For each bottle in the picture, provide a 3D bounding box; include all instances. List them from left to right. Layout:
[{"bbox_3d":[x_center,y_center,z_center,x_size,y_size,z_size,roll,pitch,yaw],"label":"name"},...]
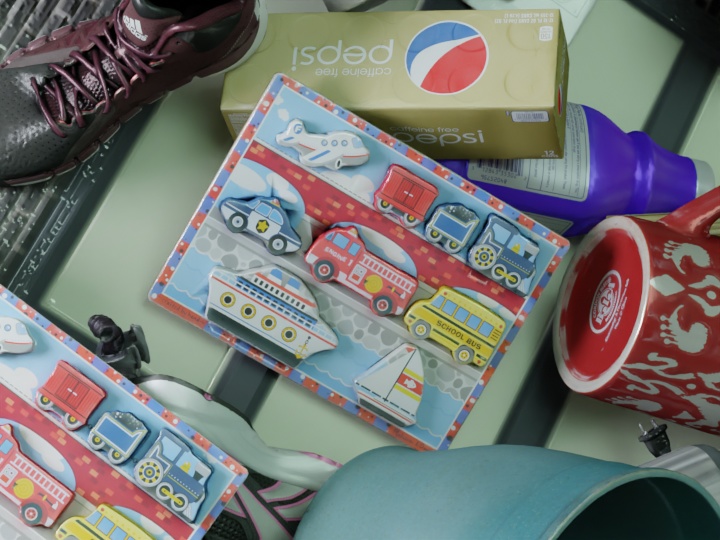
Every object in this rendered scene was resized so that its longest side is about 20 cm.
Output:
[{"bbox_3d":[0.123,-0.064,1.640,0.199,0.065,0.084,10,62,-21],"label":"bottle"}]

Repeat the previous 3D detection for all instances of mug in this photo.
[{"bbox_3d":[0.228,0.022,1.602,0.199,0.133,0.179,13,69,-24],"label":"mug"}]

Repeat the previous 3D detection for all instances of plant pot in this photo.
[{"bbox_3d":[0.067,0.181,1.398,0.199,0.187,0.202,-15,111,-43],"label":"plant pot"}]

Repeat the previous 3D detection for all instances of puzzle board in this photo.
[{"bbox_3d":[-0.181,0.107,1.383,0.199,0.017,0.151,36,85,2],"label":"puzzle board"},{"bbox_3d":[0.000,0.000,1.530,0.199,0.017,0.151,30,96,-11],"label":"puzzle board"}]

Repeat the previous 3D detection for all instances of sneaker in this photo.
[{"bbox_3d":[-0.144,-0.123,1.485,0.199,0.116,0.076,-32,83,-8],"label":"sneaker"},{"bbox_3d":[-0.066,0.134,1.459,0.199,0.080,0.087,30,73,-28],"label":"sneaker"}]

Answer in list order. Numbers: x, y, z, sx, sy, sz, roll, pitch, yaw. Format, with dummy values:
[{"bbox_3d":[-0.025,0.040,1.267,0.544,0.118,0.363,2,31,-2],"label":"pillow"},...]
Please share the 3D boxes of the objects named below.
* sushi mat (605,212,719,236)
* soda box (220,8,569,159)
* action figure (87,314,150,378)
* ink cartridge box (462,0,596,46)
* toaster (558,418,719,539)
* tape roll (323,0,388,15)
[{"bbox_3d":[0.234,0.008,1.666,0.199,0.012,0.096,-4,107,-26],"label":"sushi mat"},{"bbox_3d":[0.021,-0.109,1.559,0.198,0.064,0.068,1,64,10],"label":"soda box"},{"bbox_3d":[-0.185,0.060,1.449,0.200,0.069,0.130,46,53,-5],"label":"action figure"},{"bbox_3d":[0.109,-0.254,1.737,0.160,0.047,0.201,34,76,-9],"label":"ink cartridge box"},{"bbox_3d":[0.166,0.190,1.529,0.128,0.114,0.201,-16,76,-27],"label":"toaster"},{"bbox_3d":[0.057,-0.225,1.591,0.202,0.202,0.071,-29,92,-31],"label":"tape roll"}]
